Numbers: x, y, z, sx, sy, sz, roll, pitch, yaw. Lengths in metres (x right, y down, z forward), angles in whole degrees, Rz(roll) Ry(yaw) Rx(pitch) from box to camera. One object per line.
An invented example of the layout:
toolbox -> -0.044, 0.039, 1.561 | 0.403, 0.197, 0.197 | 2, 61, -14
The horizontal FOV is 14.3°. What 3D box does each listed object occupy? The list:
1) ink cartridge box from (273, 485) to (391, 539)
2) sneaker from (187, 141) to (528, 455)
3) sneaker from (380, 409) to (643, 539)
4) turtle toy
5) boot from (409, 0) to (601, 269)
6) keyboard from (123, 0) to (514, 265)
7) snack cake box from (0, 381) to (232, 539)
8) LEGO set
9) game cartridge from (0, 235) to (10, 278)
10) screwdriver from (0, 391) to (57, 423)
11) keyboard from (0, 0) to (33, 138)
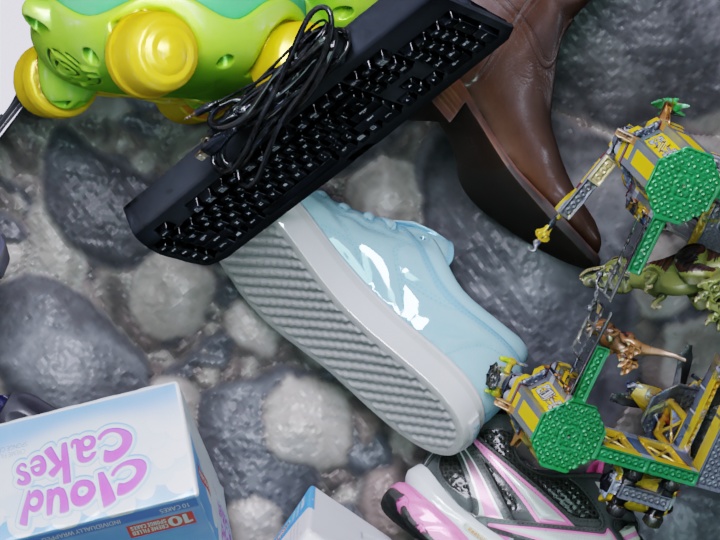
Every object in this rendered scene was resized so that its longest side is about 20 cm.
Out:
ink cartridge box -> -0.054, 0.215, 1.408 | 0.068, 0.116, 0.201 | 34, 95, -3
sneaker -> 0.000, 0.000, 1.422 | 0.200, 0.074, 0.082 | 46, 55, 5
sneaker -> 0.113, 0.141, 1.424 | 0.200, 0.080, 0.087 | 37, 83, -9
turtle toy -> -0.069, -0.126, 1.363 | 0.199, 0.145, 0.102 | 0, 88, -31
boot -> 0.111, -0.126, 1.405 | 0.200, 0.064, 0.186 | -54, 128, -16
keyboard -> -0.025, -0.058, 1.306 | 0.200, 0.104, 0.040 | -38, 55, 25
snack cake box -> -0.167, 0.130, 1.392 | 0.199, 0.115, 0.068 | -14, 56, 1
LEGO set -> 0.143, 0.009, 1.386 | 0.153, 0.116, 0.201 | 8, 110, -22
game cartridge -> -0.259, 0.059, 1.366 | 0.129, 0.038, 0.201 | 11, 61, 12
screwdriver -> -0.215, 0.052, 1.438 | 0.199, 0.028, 0.029 | 27, 124, 0
keyboard -> -0.222, -0.105, 1.401 | 0.127, 0.021, 0.200 | 36, 78, 4
